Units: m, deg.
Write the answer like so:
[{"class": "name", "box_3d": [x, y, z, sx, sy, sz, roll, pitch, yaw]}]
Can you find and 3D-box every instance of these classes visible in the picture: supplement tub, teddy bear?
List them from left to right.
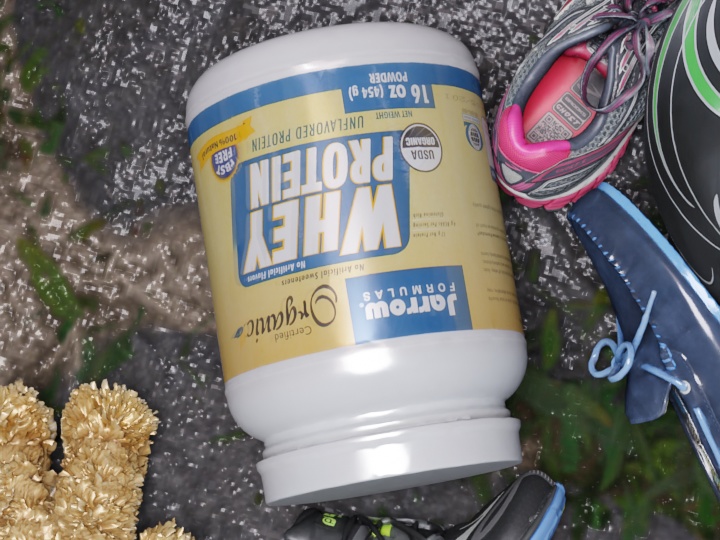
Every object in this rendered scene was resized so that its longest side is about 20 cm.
[{"class": "teddy bear", "box_3d": [-0.149, 0.149, 0.868, 0.143, 0.067, 0.202, 16, 73, -3]}, {"class": "supplement tub", "box_3d": [0.000, 0.000, 0.840, 0.143, 0.145, 0.203, -11, 80, 7]}]

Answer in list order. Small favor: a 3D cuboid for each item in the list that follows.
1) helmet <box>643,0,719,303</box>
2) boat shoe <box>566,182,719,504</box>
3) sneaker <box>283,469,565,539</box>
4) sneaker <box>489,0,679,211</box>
[{"class": "helmet", "box_3d": [0.220, -0.072, 0.793, 0.198, 0.201, 0.192, -17, 54, 6]}, {"class": "boat shoe", "box_3d": [0.152, 0.052, 0.842, 0.068, 0.084, 0.201, -35, 76, 6]}, {"class": "sneaker", "box_3d": [0.006, 0.145, 0.856, 0.198, 0.071, 0.083, -27, 84, 7]}, {"class": "sneaker", "box_3d": [0.137, -0.117, 0.872, 0.080, 0.075, 0.201, 34, 87, 12]}]
